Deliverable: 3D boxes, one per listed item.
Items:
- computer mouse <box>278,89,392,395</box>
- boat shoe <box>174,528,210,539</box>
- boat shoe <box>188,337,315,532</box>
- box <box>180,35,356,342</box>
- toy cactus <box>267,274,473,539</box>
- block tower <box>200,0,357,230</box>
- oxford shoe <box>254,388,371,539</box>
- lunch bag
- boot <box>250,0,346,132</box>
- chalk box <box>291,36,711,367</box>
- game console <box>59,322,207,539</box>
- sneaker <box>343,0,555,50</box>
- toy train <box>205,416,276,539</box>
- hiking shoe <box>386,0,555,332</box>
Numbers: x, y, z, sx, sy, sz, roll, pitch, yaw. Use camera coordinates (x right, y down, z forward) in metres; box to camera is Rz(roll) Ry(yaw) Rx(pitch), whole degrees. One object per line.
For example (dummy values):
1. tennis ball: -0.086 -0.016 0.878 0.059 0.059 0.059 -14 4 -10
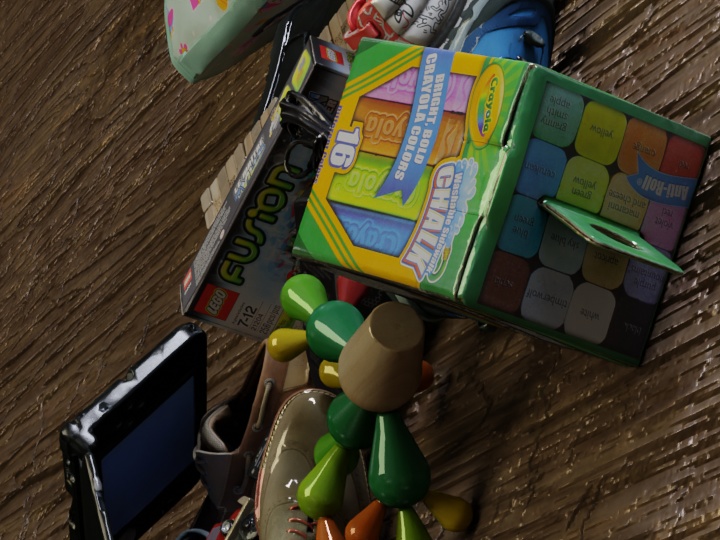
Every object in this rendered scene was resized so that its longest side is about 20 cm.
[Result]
1. computer mouse: 0.000 0.000 1.605 0.139 0.052 0.201 -134 36 -58
2. boat shoe: -0.090 0.232 1.659 0.073 0.062 0.200 -28 29 10
3. boat shoe: -0.073 0.113 1.739 0.201 0.071 0.076 -59 22 32
4. box: -0.024 -0.040 1.688 0.201 0.109 0.035 -61 21 29
5. toy cactus: 0.012 0.074 1.478 0.165 0.102 0.201 111 151 -57
6. block tower: -0.023 -0.094 1.709 0.200 0.058 0.054 -53 31 27
7. oxford shoe: -0.024 0.160 1.546 0.075 0.070 0.201 107 164 -72
8. lunch bag: -0.071 -0.248 1.994 0.170 0.121 0.201 -36 34 58
9. boot: -0.003 -0.131 1.784 0.162 0.073 0.199 -35 42 51
10. chalk box: 0.081 -0.034 1.345 0.200 0.124 0.125 15 86 55
11. game console: -0.127 0.163 1.719 0.176 0.116 0.200 -42 -21 -26
12. sneaker: 0.033 -0.100 1.582 0.067 0.107 0.203 -152 81 -77
13. toy train: -0.075 0.169 1.614 0.046 0.034 0.201 19 79 47
14. hiking shoe: 0.082 -0.064 1.508 0.086 0.074 0.201 9 83 50
